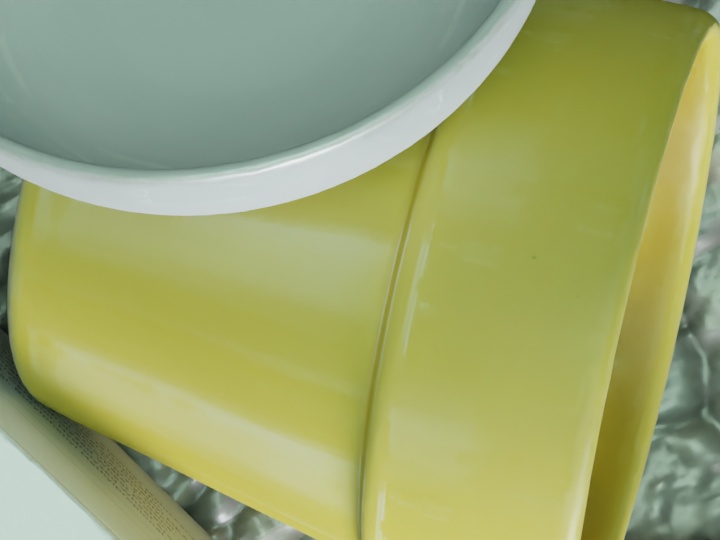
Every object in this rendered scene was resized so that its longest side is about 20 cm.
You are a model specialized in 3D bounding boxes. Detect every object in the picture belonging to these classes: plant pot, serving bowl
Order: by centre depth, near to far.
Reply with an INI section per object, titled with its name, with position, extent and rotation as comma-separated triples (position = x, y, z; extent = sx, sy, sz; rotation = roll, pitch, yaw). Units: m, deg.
[serving bowl]
position = -0.039, -0.096, 0.712
extent = 0.200, 0.066, 0.200
rotation = -4, 62, 8
[plant pot]
position = 0.000, 0.000, 0.790
extent = 0.189, 0.201, 0.201
rotation = 13, 97, 11

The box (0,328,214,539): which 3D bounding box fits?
[box]
position = -0.175, 0.108, 0.820
extent = 0.199, 0.131, 0.200
rotation = -45, 97, 4
